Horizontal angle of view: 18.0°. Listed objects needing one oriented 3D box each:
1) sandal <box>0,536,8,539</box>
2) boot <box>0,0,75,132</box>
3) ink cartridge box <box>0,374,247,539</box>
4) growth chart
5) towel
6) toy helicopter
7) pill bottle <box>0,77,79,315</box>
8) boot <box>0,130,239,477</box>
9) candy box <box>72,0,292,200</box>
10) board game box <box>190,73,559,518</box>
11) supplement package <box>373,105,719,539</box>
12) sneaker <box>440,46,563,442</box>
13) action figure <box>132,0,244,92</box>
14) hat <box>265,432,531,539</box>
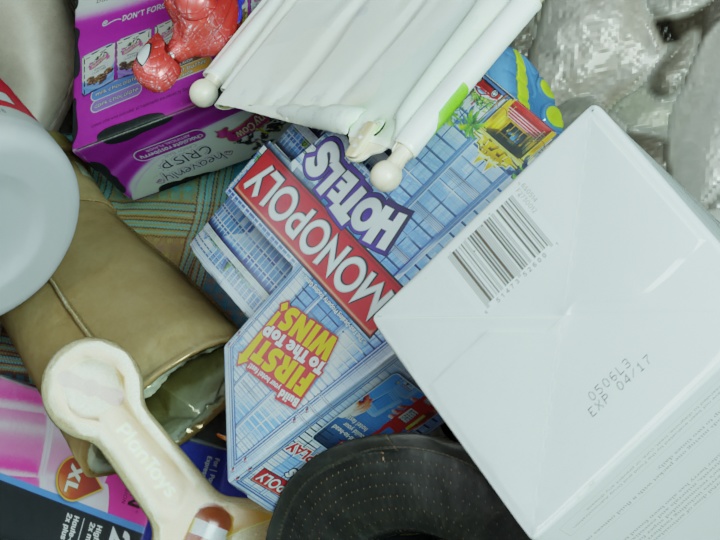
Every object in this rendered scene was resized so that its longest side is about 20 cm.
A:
[{"bbox_3d":[-0.154,0.193,1.084,0.200,0.048,0.076,34,118,34],"label":"sandal"},{"bbox_3d":[-0.211,-0.162,1.225,0.070,0.146,0.201,-2,66,44],"label":"boot"},{"bbox_3d":[-0.135,0.116,1.128,0.199,0.037,0.095,14,86,34],"label":"ink cartridge box"},{"bbox_3d":[0.004,-0.109,1.018,0.145,0.018,0.200,-47,33,-13],"label":"growth chart"},{"bbox_3d":[-0.100,-0.005,1.169,0.199,0.022,0.148,2,71,34],"label":"towel"},{"bbox_3d":[-0.066,0.109,1.025,0.132,0.079,0.200,-38,93,-9],"label":"toy helicopter"},{"bbox_3d":[-0.228,-0.069,1.118,0.112,0.112,0.200,-49,49,6],"label":"pill bottle"},{"bbox_3d":[-0.168,0.033,1.124,0.175,0.066,0.200,-40,48,-1],"label":"boot"},{"bbox_3d":[-0.078,-0.150,1.177,0.136,0.061,0.201,-18,56,24],"label":"candy box"},{"bbox_3d":[0.000,0.000,0.990,0.200,0.062,0.200,-48,46,3],"label":"board game box"},{"bbox_3d":[0.121,0.049,0.888,0.121,0.200,0.120,-44,54,9],"label":"supplement package"},{"bbox_3d":[0.053,-0.007,1.046,0.082,0.071,0.201,-21,56,34],"label":"sneaker"},{"bbox_3d":[-0.059,-0.173,1.098,0.051,0.065,0.201,19,73,15],"label":"action figure"},{"bbox_3d":[0.051,0.155,0.950,0.200,0.081,0.202,12,110,34],"label":"hat"}]
